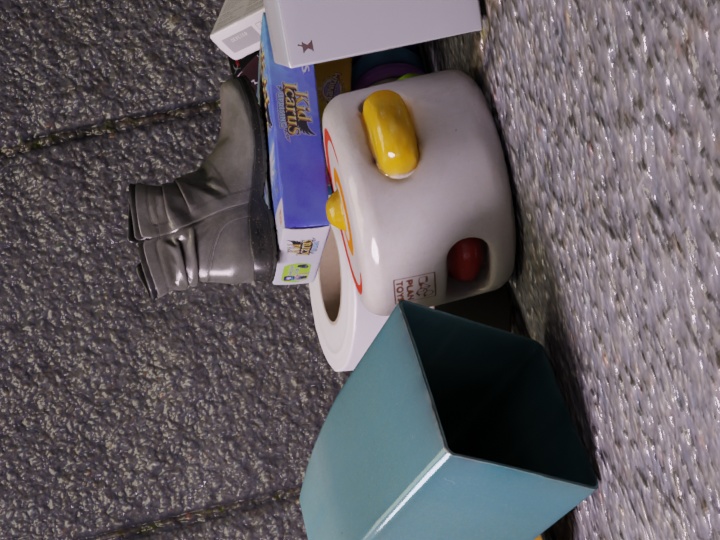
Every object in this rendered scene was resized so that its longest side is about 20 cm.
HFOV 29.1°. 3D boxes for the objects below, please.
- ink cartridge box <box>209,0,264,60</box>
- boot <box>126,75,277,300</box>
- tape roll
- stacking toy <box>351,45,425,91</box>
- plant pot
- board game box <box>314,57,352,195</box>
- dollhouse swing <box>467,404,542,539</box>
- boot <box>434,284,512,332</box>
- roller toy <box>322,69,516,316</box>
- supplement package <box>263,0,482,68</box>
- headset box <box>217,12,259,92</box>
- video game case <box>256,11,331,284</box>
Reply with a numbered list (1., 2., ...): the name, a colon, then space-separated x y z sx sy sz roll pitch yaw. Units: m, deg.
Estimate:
1. ink cartridge box: -0.069 -0.334 1.491 0.050 0.160 0.202 41 -129 -30
2. boot: -0.147 -0.078 1.237 0.068 0.129 0.203 117 148 -73
3. tape roll: 0.000 0.000 1.427 0.202 0.070 0.205 176 90 -76
4. stacking toy: 0.018 -0.225 1.366 0.086 0.084 0.202 85 176 -57
5. plant pot: 0.046 0.154 1.040 0.200 0.140 0.142 -51 38 31
6. board game box: -0.033 -0.198 1.345 0.154 0.040 0.202 -96 6 -51
7. dollhouse swing: 0.077 0.220 1.189 0.176 0.180 0.202 34 -149 -60
8. boot: 0.101 0.041 1.200 0.201 0.073 0.076 -98 -17 -54
9. roller toy: 0.040 -0.061 1.124 0.200 0.138 0.185 -128 25 -78
10. supplement package: -0.005 -0.249 1.092 0.200 0.149 0.154 -125 24 -78
11. headset box: -0.062 -0.299 1.553 0.077 0.200 0.149 35 -158 -34
12. video game case: -0.065 -0.107 1.271 0.181 0.045 0.203 114 150 -73
